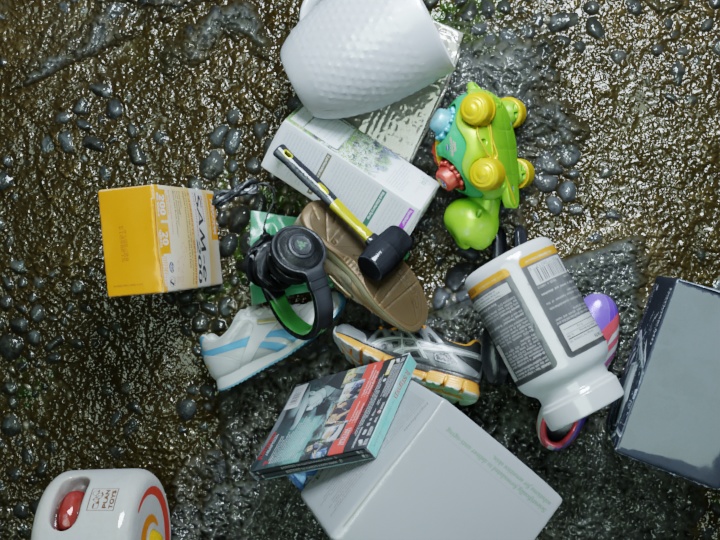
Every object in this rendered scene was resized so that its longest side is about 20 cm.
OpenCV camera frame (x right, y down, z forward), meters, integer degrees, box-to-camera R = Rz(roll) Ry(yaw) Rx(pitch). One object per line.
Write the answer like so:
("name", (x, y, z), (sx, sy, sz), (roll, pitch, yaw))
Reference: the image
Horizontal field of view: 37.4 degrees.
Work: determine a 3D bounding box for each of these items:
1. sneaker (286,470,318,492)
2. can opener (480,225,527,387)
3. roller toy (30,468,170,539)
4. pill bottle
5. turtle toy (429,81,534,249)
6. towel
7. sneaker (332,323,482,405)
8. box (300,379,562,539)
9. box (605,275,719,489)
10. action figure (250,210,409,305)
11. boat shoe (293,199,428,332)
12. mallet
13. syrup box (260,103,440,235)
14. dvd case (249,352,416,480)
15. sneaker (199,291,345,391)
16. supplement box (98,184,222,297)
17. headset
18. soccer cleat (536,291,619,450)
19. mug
("sneaker", (-0.027, 0.272, 1.345), (0.200, 0.066, 0.079), (41, 86, 5))
("can opener", (0.187, 0.044, 1.306), (0.063, 0.079, 0.201), (3, 83, 16))
("roller toy", (-0.314, 0.341, 1.323), (0.139, 0.200, 0.184), (-3, 85, 8))
("pill bottle", (0.211, 0.073, 1.216), (0.116, 0.116, 0.201), (-28, 82, 8))
("turtle toy", (0.140, -0.126, 1.279), (0.101, 0.146, 0.201), (-7, 91, 29))
("towel", (0.036, -0.230, 1.336), (0.132, 0.034, 0.201), (26, 96, 9))
("sneaker", (0.061, 0.102, 1.326), (0.199, 0.078, 0.078), (19, 69, 10))
("box", (0.077, 0.263, 1.228), (0.199, 0.171, 0.200), (41, 85, -15))
("box", (0.371, 0.118, 1.210), (0.123, 0.197, 0.201), (19, 93, 8))
("action figure", (-0.038, -0.017, 1.342), (0.199, 0.055, 0.119), (-1, 90, 2))
("boat shoe", (0.000, 0.000, 1.290), (0.200, 0.065, 0.071), (47, 58, 1))
("mallet", (-0.020, -0.080, 1.259), (0.066, 0.041, 0.200), (-35, 81, -29))
("syrup box", (-0.011, -0.116, 1.302), (0.199, 0.079, 0.082), (34, 127, 2))
("dvd case", (-0.033, 0.175, 1.264), (0.199, 0.146, 0.022), (-19, 121, 39))
("sneaker", (-0.112, 0.074, 1.344), (0.199, 0.077, 0.081), (-30, 87, 7))
("supplement box", (-0.238, -0.037, 1.297), (0.073, 0.200, 0.127), (-5, 92, 12))
("headset", (-0.102, -0.010, 1.248), (0.094, 0.123, 0.201), (-23, 93, -31))
("soccer cleat", (0.265, 0.124, 1.288), (0.068, 0.073, 0.201), (21, 94, 9))
("mug", (-0.006, -0.280, 1.263), (0.175, 0.148, 0.201), (-27, 56, 10))
